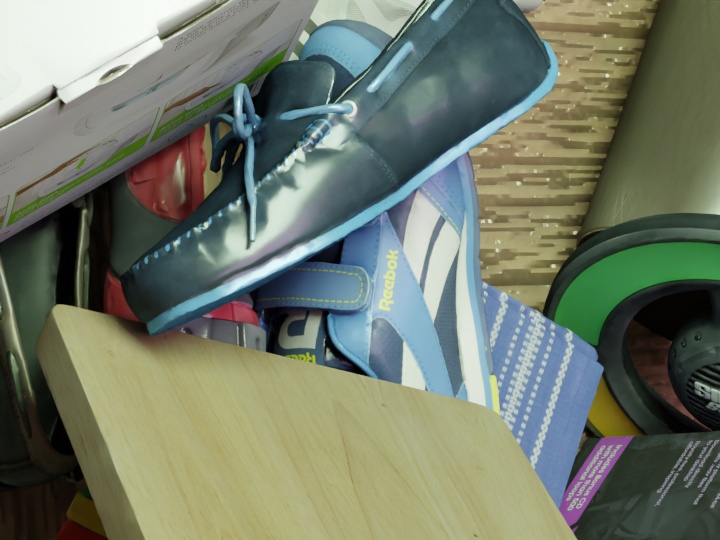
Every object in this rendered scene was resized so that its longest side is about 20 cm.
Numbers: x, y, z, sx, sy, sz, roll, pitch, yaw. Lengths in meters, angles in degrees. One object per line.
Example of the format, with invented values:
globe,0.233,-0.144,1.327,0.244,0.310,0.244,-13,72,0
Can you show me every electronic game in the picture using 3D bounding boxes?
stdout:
electronic game,0.176,0.049,1.158,0.200,0.200,0.042,50,50,-25

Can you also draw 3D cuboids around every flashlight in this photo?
flashlight,-0.072,-0.041,1.020,0.068,0.068,0.201,-1,76,-2

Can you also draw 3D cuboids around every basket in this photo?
basket,0.198,-0.067,1.228,0.180,0.136,0.200,26,71,11

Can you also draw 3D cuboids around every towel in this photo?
towel,0.015,0.062,1.100,0.200,0.024,0.145,30,69,-32

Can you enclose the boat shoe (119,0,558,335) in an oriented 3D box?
boat shoe,-0.018,-0.047,0.966,0.200,0.084,0.069,-36,97,-33

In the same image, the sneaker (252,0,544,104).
sneaker,0.003,-0.108,1.131,0.200,0.076,0.116,5,108,-51

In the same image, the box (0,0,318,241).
box,-0.118,-0.080,0.896,0.200,0.176,0.097,-31,83,-16

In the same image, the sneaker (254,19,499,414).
sneaker,0.000,0.000,1.034,0.082,0.074,0.201,-13,94,-35

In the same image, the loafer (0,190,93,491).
loafer,-0.127,-0.015,1.002,0.072,0.063,0.201,0,85,-40

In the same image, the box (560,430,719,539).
box,0.141,0.130,1.120,0.036,0.200,0.143,50,57,-24

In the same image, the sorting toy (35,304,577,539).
sorting toy,-0.012,0.114,0.907,0.198,0.200,0.070,15,117,-30

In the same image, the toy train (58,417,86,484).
toy train,-0.059,0.024,1.077,0.200,0.034,0.046,-49,126,-32
